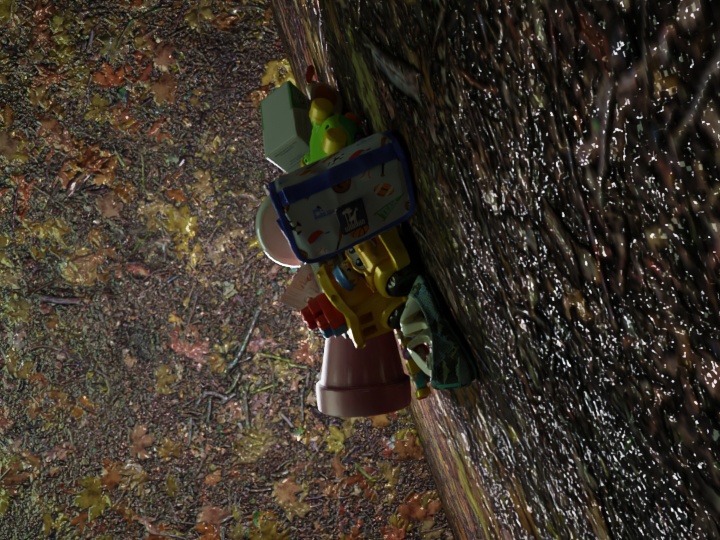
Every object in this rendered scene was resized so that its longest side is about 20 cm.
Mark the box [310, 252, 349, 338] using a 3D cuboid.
[{"bbox_3d":[0.000,0.000,1.089,0.048,0.157,0.203,39,157,43],"label":"box"}]

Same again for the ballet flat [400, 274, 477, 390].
[{"bbox_3d":[0.087,0.078,0.817,0.201,0.073,0.075,-112,3,-55],"label":"ballet flat"}]

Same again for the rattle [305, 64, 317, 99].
[{"bbox_3d":[-0.141,-0.397,1.559,0.204,0.141,0.130,64,-165,11],"label":"rattle"}]

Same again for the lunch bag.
[{"bbox_3d":[-0.023,-0.089,0.782,0.200,0.167,0.126,94,152,-83],"label":"lunch bag"}]

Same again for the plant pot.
[{"bbox_3d":[0.003,0.182,1.260,0.200,0.194,0.184,-173,80,-88],"label":"plant pot"}]

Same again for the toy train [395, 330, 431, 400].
[{"bbox_3d":[0.103,0.146,1.187,0.151,0.054,0.203,-105,-5,-59],"label":"toy train"}]

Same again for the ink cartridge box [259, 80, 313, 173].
[{"bbox_3d":[-0.098,-0.246,1.218,0.199,0.083,0.149,31,-141,-48],"label":"ink cartridge box"}]

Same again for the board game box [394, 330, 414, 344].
[{"bbox_3d":[0.073,0.062,1.357,0.154,0.039,0.203,75,175,-60],"label":"board game box"}]

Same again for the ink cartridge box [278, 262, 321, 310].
[{"bbox_3d":[-0.050,-0.017,1.106,0.159,0.202,0.047,26,-170,-49],"label":"ink cartridge box"}]

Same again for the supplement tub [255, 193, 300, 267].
[{"bbox_3d":[-0.124,-0.086,1.194,0.200,0.141,0.148,-134,24,-84],"label":"supplement tub"}]

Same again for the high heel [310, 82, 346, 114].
[{"bbox_3d":[-0.043,-0.264,1.194,0.203,0.066,0.096,60,173,22],"label":"high heel"}]

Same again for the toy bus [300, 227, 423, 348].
[{"bbox_3d":[-0.007,0.027,0.964,0.137,0.188,0.202,59,170,34],"label":"toy bus"}]

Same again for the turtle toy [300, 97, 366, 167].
[{"bbox_3d":[-0.026,-0.170,0.992,0.148,0.099,0.203,108,148,-46],"label":"turtle toy"}]
